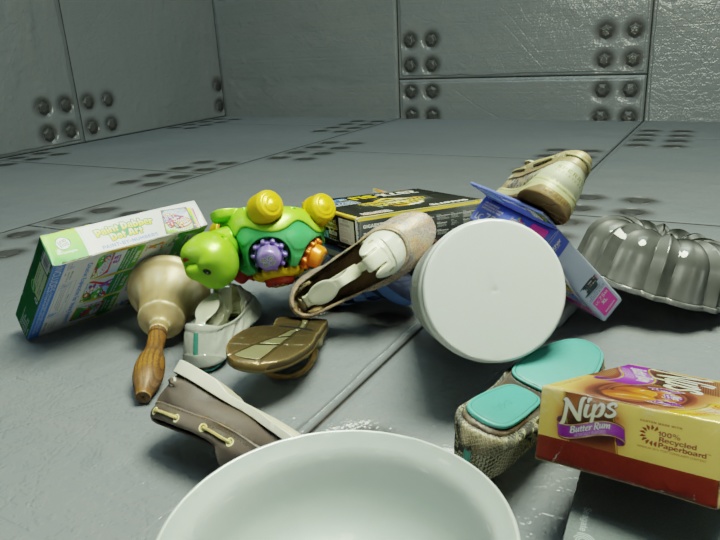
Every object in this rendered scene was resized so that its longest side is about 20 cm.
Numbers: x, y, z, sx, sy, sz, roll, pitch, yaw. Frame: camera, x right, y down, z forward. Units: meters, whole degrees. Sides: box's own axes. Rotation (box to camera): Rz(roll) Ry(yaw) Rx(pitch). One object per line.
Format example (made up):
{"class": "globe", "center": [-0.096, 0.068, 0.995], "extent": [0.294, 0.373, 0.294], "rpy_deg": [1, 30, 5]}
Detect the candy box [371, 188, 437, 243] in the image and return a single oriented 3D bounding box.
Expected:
{"class": "candy box", "center": [0.102, -0.086, 1.130], "extent": [0.115, 0.056, 0.200], "rpy_deg": [11, 11, -26]}

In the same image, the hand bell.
{"class": "hand bell", "center": [-0.232, 0.078, 0.758], "extent": [0.104, 0.105, 0.200], "rpy_deg": [-4, 32, -4]}

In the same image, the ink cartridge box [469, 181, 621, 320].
{"class": "ink cartridge box", "center": [0.205, -0.021, 0.759], "extent": [0.200, 0.042, 0.119], "rpy_deg": [39, 0, -39]}

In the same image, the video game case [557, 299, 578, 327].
{"class": "video game case", "center": [0.223, 0.017, 0.918], "extent": [0.181, 0.023, 0.200], "rpy_deg": [11, 25, 35]}

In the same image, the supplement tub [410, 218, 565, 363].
{"class": "supplement tub", "center": [0.118, 0.020, 0.675], "extent": [0.131, 0.133, 0.200], "rpy_deg": [-2, -1, 2]}

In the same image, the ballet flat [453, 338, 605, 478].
{"class": "ballet flat", "center": [0.139, 0.118, 0.559], "extent": [0.068, 0.076, 0.200], "rpy_deg": [27, 30, 34]}

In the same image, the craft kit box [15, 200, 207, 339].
{"class": "craft kit box", "center": [-0.317, -0.001, 0.843], "extent": [0.197, 0.049, 0.200], "rpy_deg": [-18, -17, -42]}

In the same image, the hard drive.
{"class": "hard drive", "center": [0.239, 0.180, 0.431], "extent": [0.199, 0.033, 0.140], "rpy_deg": [6, 21, 25]}

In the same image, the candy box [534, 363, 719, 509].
{"class": "candy box", "center": [0.226, 0.112, 0.494], "extent": [0.116, 0.057, 0.200], "rpy_deg": [7, 3, 39]}

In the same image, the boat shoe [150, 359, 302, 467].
{"class": "boat shoe", "center": [-0.096, 0.142, 0.551], "extent": [0.199, 0.072, 0.060], "rpy_deg": [24, 72, 30]}

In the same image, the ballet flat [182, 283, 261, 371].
{"class": "ballet flat", "center": [-0.166, 0.052, 0.813], "extent": [0.069, 0.070, 0.200], "rpy_deg": [-1, 19, 7]}

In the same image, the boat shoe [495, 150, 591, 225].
{"class": "boat shoe", "center": [0.201, -0.086, 0.730], "extent": [0.073, 0.063, 0.200], "rpy_deg": [37, 1, -5]}

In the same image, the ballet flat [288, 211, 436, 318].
{"class": "ballet flat", "center": [0.000, 0.000, 0.770], "extent": [0.200, 0.068, 0.067], "rpy_deg": [-34, 0, 14]}

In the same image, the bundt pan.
{"class": "bundt pan", "center": [0.372, -0.017, 0.833], "extent": [0.201, 0.076, 0.202], "rpy_deg": [11, 15, -3]}

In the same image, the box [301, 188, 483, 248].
{"class": "box", "center": [0.042, -0.073, 0.910], "extent": [0.199, 0.050, 0.160], "rpy_deg": [-10, 15, -28]}

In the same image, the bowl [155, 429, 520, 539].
{"class": "bowl", "center": [-0.012, 0.183, 0.376], "extent": [0.200, 0.091, 0.201], "rpy_deg": [-2, 20, 1]}

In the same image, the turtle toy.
{"class": "turtle toy", "center": [-0.125, -0.030, 0.813], "extent": [0.199, 0.102, 0.146], "rpy_deg": [-2, -12, -38]}

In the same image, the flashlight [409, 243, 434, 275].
{"class": "flashlight", "center": [0.122, -0.027, 0.938], "extent": [0.199, 0.068, 0.068], "rpy_deg": [-12, 37, 11]}

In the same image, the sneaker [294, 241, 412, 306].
{"class": "sneaker", "center": [-0.009, 0.015, 0.891], "extent": [0.199, 0.083, 0.074], "rpy_deg": [22, 8, 33]}

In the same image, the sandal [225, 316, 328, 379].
{"class": "sandal", "center": [-0.082, 0.089, 0.726], "extent": [0.080, 0.054, 0.200], "rpy_deg": [7, 6, 11]}
